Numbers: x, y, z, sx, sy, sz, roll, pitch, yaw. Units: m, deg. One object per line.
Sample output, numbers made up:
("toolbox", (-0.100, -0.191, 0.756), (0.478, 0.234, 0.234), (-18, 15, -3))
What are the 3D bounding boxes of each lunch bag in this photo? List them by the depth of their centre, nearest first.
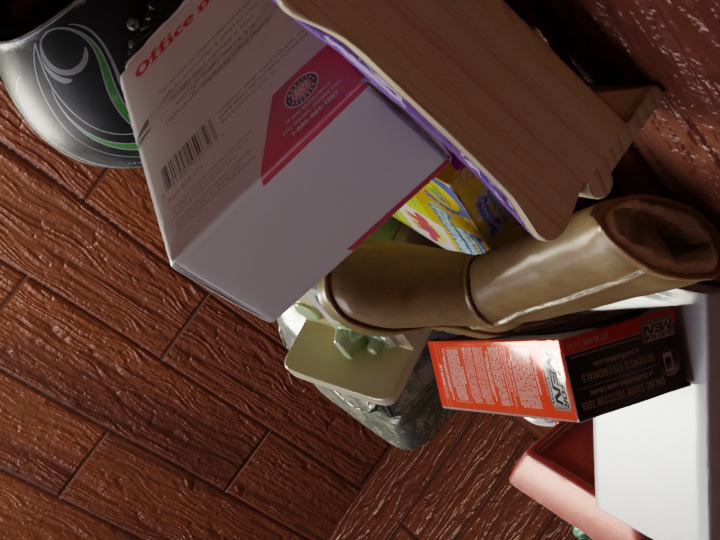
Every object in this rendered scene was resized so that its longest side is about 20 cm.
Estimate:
("lunch bag", (0.007, 0.068, 1.060), (0.200, 0.139, 0.168), (32, 159, 40))

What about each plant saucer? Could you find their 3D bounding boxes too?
("plant saucer", (0.266, 0.167, 0.963), (0.199, 0.200, 0.037), (26, 148, 57))

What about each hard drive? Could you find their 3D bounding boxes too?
("hard drive", (0.222, 0.103, 0.760), (0.027, 0.201, 0.132), (-8, -169, -23))

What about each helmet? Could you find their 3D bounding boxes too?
("helmet", (-0.206, -0.185, 0.889), (0.200, 0.200, 0.191), (31, 165, 47))

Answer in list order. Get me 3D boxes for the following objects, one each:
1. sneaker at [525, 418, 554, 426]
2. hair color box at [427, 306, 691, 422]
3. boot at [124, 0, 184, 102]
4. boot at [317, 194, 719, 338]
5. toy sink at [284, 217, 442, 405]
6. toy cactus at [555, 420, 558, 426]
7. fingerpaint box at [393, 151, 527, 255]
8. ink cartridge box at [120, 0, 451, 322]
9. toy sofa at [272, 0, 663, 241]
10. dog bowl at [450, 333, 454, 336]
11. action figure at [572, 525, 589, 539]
("sneaker", (0.320, 0.234, 1.917), (0.099, 0.075, 0.200), (15, -169, -44))
("hair color box", (0.142, 0.070, 0.770), (0.200, 0.101, 0.062), (-10, 93, 66))
("boot", (-0.098, -0.141, 0.813), (0.072, 0.183, 0.200), (-1, 150, 22))
("boot", (0.092, -0.005, 0.638), (0.174, 0.066, 0.200), (4, 166, -30))
("toy sink", (0.000, 0.000, 0.926), (0.130, 0.200, 0.112), (14, 156, 35))
("toy cactus", (0.302, 0.178, 1.127), (0.164, 0.103, 0.200), (-1, -165, 27))
("fingerpaint box", (0.050, -0.083, 0.740), (0.167, 0.073, 0.200), (34, 174, 30))
("ink cartridge box", (-0.054, -0.094, 0.597), (0.083, 0.146, 0.200), (35, -160, -41))
("toy sofa", (0.039, -0.107, 0.483), (0.200, 0.098, 0.083), (38, 174, -23))
("dog bowl", (0.132, 0.035, 0.925), (0.111, 0.050, 0.201), (5, 133, 19))
("action figure", (0.277, 0.195, 1.028), (0.118, 0.200, 0.055), (32, 155, 23))
